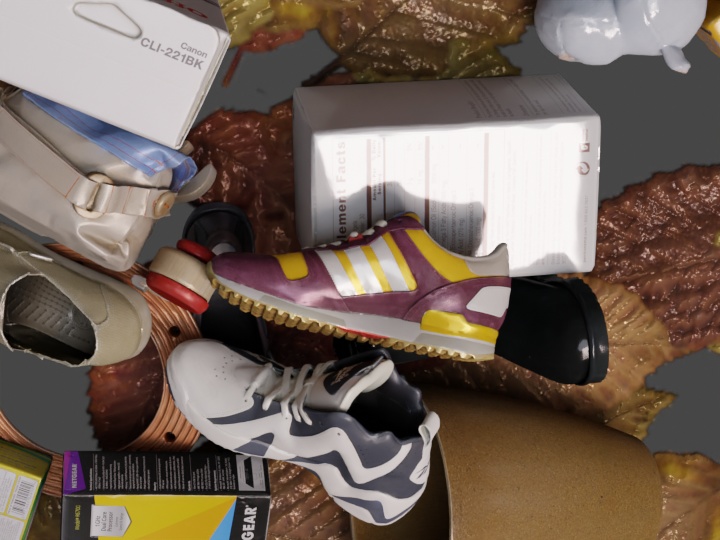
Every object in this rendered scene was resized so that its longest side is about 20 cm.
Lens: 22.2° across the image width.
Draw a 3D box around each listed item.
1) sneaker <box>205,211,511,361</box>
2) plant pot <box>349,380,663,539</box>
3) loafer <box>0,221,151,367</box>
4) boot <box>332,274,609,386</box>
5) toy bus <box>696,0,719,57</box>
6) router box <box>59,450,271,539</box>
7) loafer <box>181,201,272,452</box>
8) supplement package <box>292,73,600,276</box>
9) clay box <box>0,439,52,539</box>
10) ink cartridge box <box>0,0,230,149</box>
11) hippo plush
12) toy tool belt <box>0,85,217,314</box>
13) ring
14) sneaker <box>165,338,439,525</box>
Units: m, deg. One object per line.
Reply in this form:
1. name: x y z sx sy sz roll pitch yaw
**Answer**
1. sneaker: 0.000 0.000 1.215 0.200 0.075 0.090 14 83 -4
2. plant pot: 0.117 0.171 1.366 0.200 0.186 0.187 -1 110 -22
3. loafer: -0.244 0.014 1.269 0.200 0.068 0.076 17 104 8
4. boot: 0.070 0.039 1.293 0.162 0.198 0.073 -7 107 -13
5. toy bus: 0.335 -0.215 1.309 0.200 0.065 0.078 -36 112 4
6. router box: -0.149 0.220 1.364 0.149 0.051 0.200 1 129 -9
7. loafer: -0.099 0.053 1.337 0.072 0.063 0.200 -7 110 -7
8. supplement package: 0.057 -0.065 1.291 0.200 0.117 0.117 -3 112 -7
9. clay box: -0.338 0.160 1.336 0.200 0.048 0.115 20 106 -3
10. ink cartridge box: -0.170 -0.164 1.177 0.144 0.200 0.084 21 104 -15
11. hippo plush: 0.181 -0.230 1.262 0.200 0.159 0.161 -12 142 11
12. toy tool belt: -0.165 -0.069 1.249 0.200 0.125 0.123 28 80 5
13. ring: -0.206 0.074 1.334 0.200 0.019 0.201 2 107 5
14. sneaker: -0.033 0.081 1.244 0.199 0.079 0.130 35 138 8
